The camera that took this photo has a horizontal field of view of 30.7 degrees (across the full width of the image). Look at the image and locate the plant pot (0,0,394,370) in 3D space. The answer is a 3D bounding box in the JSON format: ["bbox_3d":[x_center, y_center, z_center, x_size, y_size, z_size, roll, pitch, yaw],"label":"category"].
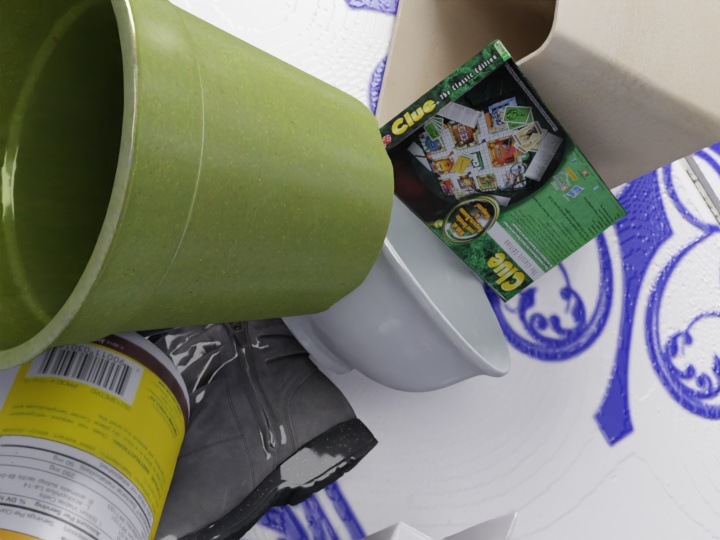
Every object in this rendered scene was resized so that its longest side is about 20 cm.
[{"bbox_3d":[-0.090,-0.047,0.646,0.190,0.200,0.201,7,67,-44],"label":"plant pot"}]

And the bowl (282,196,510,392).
[{"bbox_3d":[0.000,0.000,0.797,0.090,0.201,0.201,-34,86,12],"label":"bowl"}]

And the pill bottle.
[{"bbox_3d":[-0.154,0.124,0.629,0.109,0.109,0.200,25,41,-12],"label":"pill bottle"}]

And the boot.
[{"bbox_3d":[-0.099,0.097,0.772,0.200,0.070,0.132,-27,76,-35],"label":"boot"}]

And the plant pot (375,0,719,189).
[{"bbox_3d":[0.147,-0.161,0.892,0.177,0.200,0.200,23,64,-25],"label":"plant pot"}]

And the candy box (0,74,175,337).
[{"bbox_3d":[-0.189,-0.051,0.723,0.167,0.071,0.201,-16,109,-25],"label":"candy box"}]

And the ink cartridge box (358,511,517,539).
[{"bbox_3d":[0.005,0.216,0.734,0.067,0.116,0.200,31,62,-8],"label":"ink cartridge box"}]

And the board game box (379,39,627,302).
[{"bbox_3d":[0.088,-0.054,0.817,0.105,0.200,0.023,-38,52,9],"label":"board game box"}]
